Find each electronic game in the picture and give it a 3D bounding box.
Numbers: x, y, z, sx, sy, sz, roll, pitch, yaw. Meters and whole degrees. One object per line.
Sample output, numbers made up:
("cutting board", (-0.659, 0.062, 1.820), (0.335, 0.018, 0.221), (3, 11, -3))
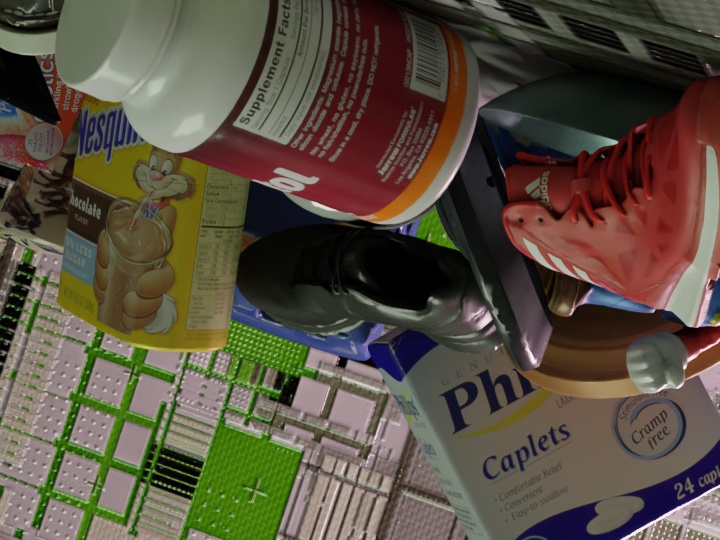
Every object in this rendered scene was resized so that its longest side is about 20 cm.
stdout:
("electronic game", (0.064, -0.038, 1.370), (0.042, 0.200, 0.200), (-20, 175, 6))

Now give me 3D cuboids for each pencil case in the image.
("pencil case", (-0.187, -0.101, 1.636), (0.089, 0.200, 0.078), (20, -179, -11))

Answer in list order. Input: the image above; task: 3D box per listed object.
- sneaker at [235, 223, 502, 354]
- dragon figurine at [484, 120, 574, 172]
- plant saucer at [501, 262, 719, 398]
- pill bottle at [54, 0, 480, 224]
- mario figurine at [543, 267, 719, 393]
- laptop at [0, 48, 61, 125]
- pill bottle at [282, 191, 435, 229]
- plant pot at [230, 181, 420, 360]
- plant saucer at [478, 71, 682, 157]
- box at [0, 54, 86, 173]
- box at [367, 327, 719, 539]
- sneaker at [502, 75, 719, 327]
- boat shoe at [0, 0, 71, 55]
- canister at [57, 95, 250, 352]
("sneaker", (0.000, 0.000, 1.503), (0.200, 0.076, 0.091), (4, 166, 32))
("dragon figurine", (0.113, -0.054, 1.568), (0.059, 0.100, 0.200), (19, 179, -40))
("plant saucer", (0.179, 0.001, 1.552), (0.200, 0.200, 0.032), (18, 145, 47))
("pill bottle", (-0.048, -0.102, 1.226), (0.200, 0.113, 0.113), (19, 180, -30))
("mario figurine", (0.215, 0.006, 1.414), (0.200, 0.124, 0.106), (12, -136, -6))
("laptop", (-0.298, -0.137, 1.353), (0.200, 0.116, 0.187), (27, -156, -39))
("pill bottle", (-0.002, -0.085, 1.500), (0.112, 0.112, 0.200), (18, -178, 9))
("plant pot", (-0.056, -0.065, 1.702), (0.200, 0.200, 0.180), (18, 173, 3))
("plant saucer", (0.163, -0.071, 1.297), (0.201, 0.039, 0.201), (19, 180, 0))
("box", (-0.239, -0.150, 1.548), (0.095, 0.100, 0.200), (20, -166, -25))
("box", (0.134, 0.094, 1.677), (0.200, 0.184, 0.105), (61, 174, -1))
("sneaker", (0.123, -0.036, 1.169), (0.115, 0.078, 0.200), (12, 152, 8))
("boat shoe", (-0.209, -0.183, 1.277), (0.072, 0.061, 0.201), (-28, -134, -31))
("canister", (-0.127, -0.060, 1.535), (0.086, 0.200, 0.148), (2, -168, -34))
